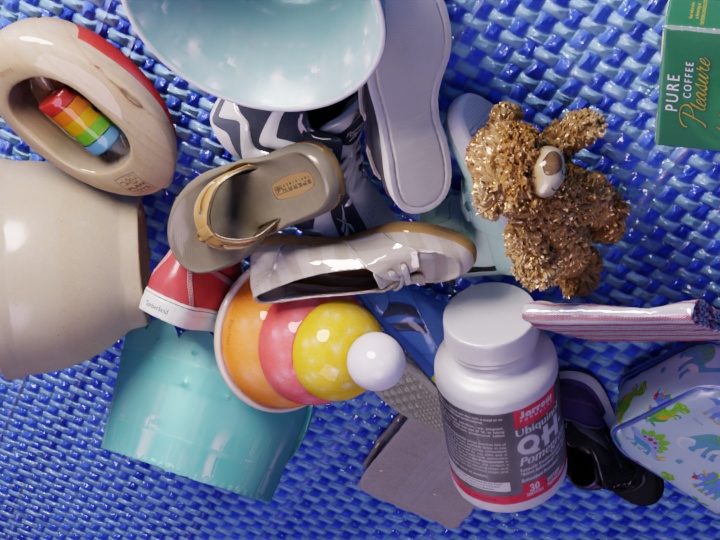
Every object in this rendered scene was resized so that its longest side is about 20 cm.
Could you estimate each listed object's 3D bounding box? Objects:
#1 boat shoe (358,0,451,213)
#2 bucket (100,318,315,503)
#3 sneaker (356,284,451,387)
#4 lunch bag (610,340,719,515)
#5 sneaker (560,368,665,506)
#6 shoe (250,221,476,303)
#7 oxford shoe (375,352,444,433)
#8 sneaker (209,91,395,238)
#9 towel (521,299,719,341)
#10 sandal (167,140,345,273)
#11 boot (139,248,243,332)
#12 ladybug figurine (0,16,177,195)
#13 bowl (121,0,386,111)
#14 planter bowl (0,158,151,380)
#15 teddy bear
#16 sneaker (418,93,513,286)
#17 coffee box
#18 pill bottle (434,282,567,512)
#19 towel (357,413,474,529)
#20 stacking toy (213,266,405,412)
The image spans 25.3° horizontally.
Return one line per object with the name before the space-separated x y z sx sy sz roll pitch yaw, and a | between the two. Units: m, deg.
boat shoe | 0.032 -0.144 1.249 0.073 0.060 0.201 -19 122 -16
bucket | -0.149 0.136 1.560 0.206 0.136 0.207 18 172 3
sneaker | 0.057 0.039 1.494 0.078 0.066 0.200 -43 105 4
lunch bag | 0.348 0.148 1.484 0.199 0.083 0.161 33 141 -19
sneaker | 0.231 0.190 1.577 0.075 0.088 0.200 -16 131 35
shoe | 0.000 0.000 1.344 0.198 0.054 0.070 -2 148 17
oxford shoe | 0.085 0.119 1.578 0.199 0.058 0.075 26 142 14
sneaker | -0.016 -0.096 1.327 0.199 0.080 0.129 48 143 -19
towel | 0.233 0.039 1.359 0.145 0.030 0.200 -2 173 24
sandal | -0.096 -0.049 1.306 0.199 0.054 0.081 -21 101 41
boot | -0.121 -0.017 1.476 0.072 0.145 0.200 23 -178 16
ladybug figurine | -0.230 -0.143 1.360 0.135 0.072 0.200 -19 129 37
bowl | -0.066 -0.223 1.171 0.199 0.105 0.202 11 141 9
planter bowl | -0.261 -0.006 1.462 0.134 0.201 0.201 -4 141 -3
teddy bear | 0.158 -0.052 1.265 0.067 0.145 0.200 29 157 42
sneaker | 0.085 -0.060 1.340 0.117 0.074 0.201 -5 136 31
coffee box | 0.319 -0.138 1.174 0.198 0.044 0.123 6 140 14
pill bottle | 0.123 0.111 1.422 0.110 0.111 0.201 4 133 17
towel | 0.084 0.201 1.694 0.132 0.035 0.200 23 141 -10
stacking toy | -0.026 0.071 1.393 0.146 0.146 0.200 44 166 -31
